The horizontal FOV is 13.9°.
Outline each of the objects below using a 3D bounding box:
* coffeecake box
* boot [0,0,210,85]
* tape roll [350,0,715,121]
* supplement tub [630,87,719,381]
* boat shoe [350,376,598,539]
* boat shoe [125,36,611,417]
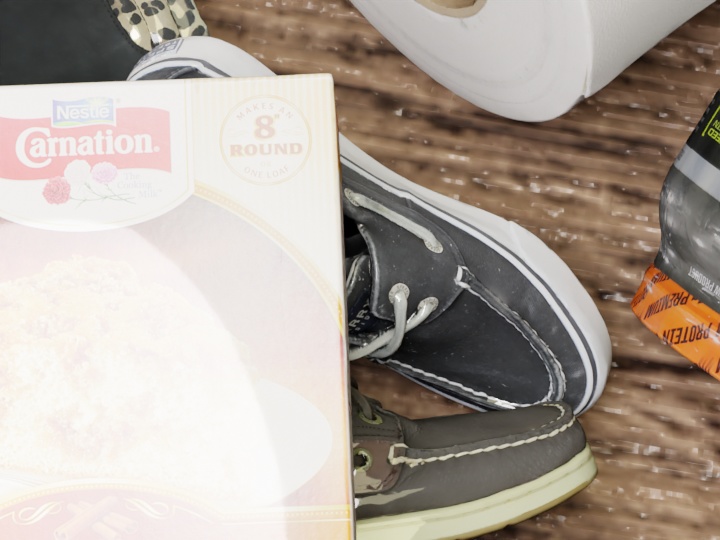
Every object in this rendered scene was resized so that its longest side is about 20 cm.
[{"bbox_3d":[-0.079,0.046,0.904,0.153,0.073,0.200,-3,80,-1],"label":"coffeecake box"},{"bbox_3d":[-0.109,-0.023,1.030,0.154,0.073,0.204,-21,74,-17],"label":"boot"},{"bbox_3d":[0.060,-0.171,1.035,0.139,0.203,0.203,-37,77,-18],"label":"tape roll"},{"bbox_3d":[0.184,-0.047,1.010,0.122,0.123,0.200,33,100,7],"label":"supplement tub"},{"bbox_3d":[-0.021,0.062,0.977,0.200,0.072,0.066,-11,97,-10],"label":"boat shoe"},{"bbox_3d":[0.000,0.000,1.001,0.200,0.072,0.068,38,32,-16],"label":"boat shoe"}]
